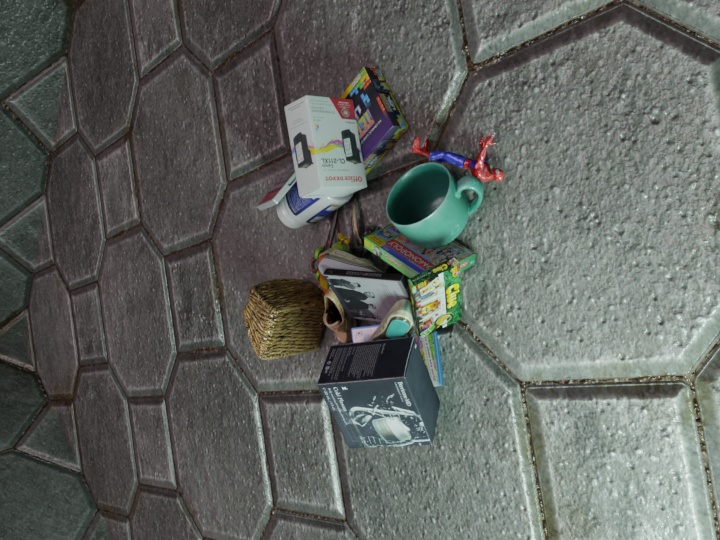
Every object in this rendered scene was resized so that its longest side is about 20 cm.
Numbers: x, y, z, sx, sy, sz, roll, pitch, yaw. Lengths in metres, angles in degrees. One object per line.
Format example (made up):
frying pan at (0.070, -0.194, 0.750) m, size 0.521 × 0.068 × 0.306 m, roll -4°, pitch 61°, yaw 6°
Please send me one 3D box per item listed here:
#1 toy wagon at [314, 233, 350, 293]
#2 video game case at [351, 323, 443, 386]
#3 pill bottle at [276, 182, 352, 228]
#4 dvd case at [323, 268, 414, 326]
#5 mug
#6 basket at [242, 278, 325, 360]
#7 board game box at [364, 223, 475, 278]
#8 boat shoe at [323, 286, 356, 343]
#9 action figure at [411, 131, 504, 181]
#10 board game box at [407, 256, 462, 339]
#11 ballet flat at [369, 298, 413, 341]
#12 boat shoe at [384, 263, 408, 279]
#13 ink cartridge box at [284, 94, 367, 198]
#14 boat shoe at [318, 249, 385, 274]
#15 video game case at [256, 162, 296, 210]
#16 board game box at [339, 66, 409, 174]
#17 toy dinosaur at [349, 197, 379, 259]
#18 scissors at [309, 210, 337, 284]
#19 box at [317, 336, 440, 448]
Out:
toy wagon at (-0.049, 0.003, 1.657) m, size 0.154 × 0.039 × 0.202 m, roll 34°, pitch 142°, yaw 32°
video game case at (0.079, 0.187, 1.542) m, size 0.197 × 0.018 × 0.146 m, roll -8°, pitch 87°, yaw 24°
pill bottle at (-0.116, -0.180, 1.698) m, size 0.199 × 0.118 × 0.122 m, roll -28°, pitch 74°, yaw 46°
dvd case at (0.031, 0.058, 1.500) m, size 0.197 × 0.025 × 0.151 m, roll 4°, pitch 141°, yaw 34°
mug at (0.152, -0.116, 1.391) m, size 0.184 × 0.114 × 0.153 m, roll 24°, pitch 77°, yaw 49°
basket at (-0.196, 0.116, 1.760) m, size 0.142 × 0.198 × 0.151 m, roll 38°, pitch 121°, yaw 37°
board game box at (0.120, -0.042, 1.443) m, size 0.199 × 0.133 × 0.030 m, roll 35°, pitch 140°, yaw 39°
boat shoe at (-0.056, 0.106, 1.652) m, size 0.073 × 0.069 × 0.202 m, roll 29°, pitch 143°, yaw 30°
action figure at (0.204, -0.238, 1.370) m, size 0.199 × 0.065 × 0.100 m, roll 31°, pitch 109°, yaw 30°
board game box at (0.149, 0.058, 1.371) m, size 0.024 × 0.104 × 0.201 m, roll 56°, pitch 169°, yaw 34°
ballet flat at (0.067, 0.126, 1.480) m, size 0.201 × 0.066 × 0.063 m, roll 124°, pitch 165°, yaw -53°
boat shoe at (0.079, 0.016, 1.548) m, size 0.073 × 0.060 × 0.203 m, roll 57°, pitch 131°, yaw 26°
ink cartridge box at (-0.074, -0.269, 1.542) m, size 0.082 × 0.144 × 0.204 m, roll -13°, pitch 87°, yaw 45°
boat shoe at (0.000, 0.000, 1.534) m, size 0.197 × 0.062 × 0.073 m, roll 20°, pitch 148°, yaw 25°
video game case at (-0.167, -0.231, 1.696) m, size 0.017 × 0.201 × 0.143 m, roll 42°, pitch 163°, yaw -17°
board game box at (0.003, -0.328, 1.597) m, size 0.200 × 0.056 × 0.167 m, roll -44°, pitch 62°, yaw 41°
toy dinosaur at (0.001, -0.068, 1.639) m, size 0.088 × 0.047 × 0.204 m, roll 7°, pitch 97°, yaw 54°
scissors at (-0.078, -0.056, 1.751) m, size 0.073 × 0.014 × 0.202 m, roll 52°, pitch 128°, yaw 33°
box at (0.043, 0.258, 1.467) m, size 0.193 × 0.125 × 0.202 m, roll -10°, pitch 124°, yaw 22°
